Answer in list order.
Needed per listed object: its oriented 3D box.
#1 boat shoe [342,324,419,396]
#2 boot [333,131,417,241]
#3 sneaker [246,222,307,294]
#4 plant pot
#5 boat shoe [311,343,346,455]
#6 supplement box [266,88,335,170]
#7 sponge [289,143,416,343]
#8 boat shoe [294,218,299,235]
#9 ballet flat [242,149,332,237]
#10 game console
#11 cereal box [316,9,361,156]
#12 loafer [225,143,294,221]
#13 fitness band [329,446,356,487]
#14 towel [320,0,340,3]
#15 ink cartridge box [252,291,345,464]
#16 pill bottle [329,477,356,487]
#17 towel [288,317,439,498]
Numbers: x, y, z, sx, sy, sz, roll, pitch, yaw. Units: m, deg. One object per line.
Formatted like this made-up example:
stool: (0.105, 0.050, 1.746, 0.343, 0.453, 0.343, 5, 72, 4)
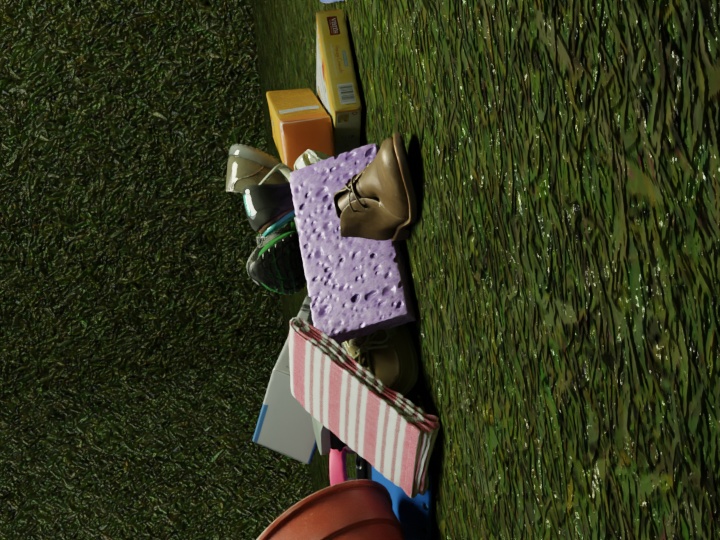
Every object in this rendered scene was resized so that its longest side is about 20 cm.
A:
boat shoe: (-0.002, 0.052, 1.592, 0.073, 0.063, 0.202, -43, 57, 31)
boot: (0.014, -0.074, 1.443, 0.200, 0.074, 0.075, 102, 161, -70)
sneaker: (-0.103, -0.020, 1.874, 0.200, 0.084, 0.079, -35, -55, -67)
plant pot: (0.000, 0.369, 1.580, 0.196, 0.199, 0.202, 51, 157, 35)
boat shoe: (-0.025, 0.133, 1.676, 0.201, 0.060, 0.076, 92, 163, -50)
supplement box: (-0.077, -0.179, 1.830, 0.200, 0.068, 0.067, -121, 22, -70)
sponge: (-0.011, -0.028, 1.573, 0.030, 0.110, 0.202, 30, -134, -60)
boat shoe: (-0.030, -0.025, 1.800, 0.071, 0.071, 0.202, -2, 107, 64)
ballet flat: (-0.062, -0.102, 1.685, 0.068, 0.199, 0.069, -39, 82, 40)
game console: (0.056, 0.205, 1.687, 0.201, 0.117, 0.172, 89, -158, -46)
cereal box: (-0.029, -0.210, 1.825, 0.201, 0.039, 0.146, 94, 166, -64)
loafer: (-0.087, -0.091, 1.849, 0.070, 0.198, 0.075, -65, 14, -4)
fitness band: (0.004, 0.231, 1.830, 0.201, 0.037, 0.145, -73, -27, -50)
towel: (-0.044, -0.432, 1.788, 0.145, 0.024, 0.203, -137, 38, -77)
ink cartridge box: (-0.057, 0.117, 1.847, 0.201, 0.083, 0.146, -67, -4, -47)
pill bottle: (0.001, 0.369, 2.019, 0.200, 0.105, 0.108, -127, 30, -76)
towel: (0.000, 0.146, 1.551, 0.199, 0.030, 0.147, 38, 150, 22)
